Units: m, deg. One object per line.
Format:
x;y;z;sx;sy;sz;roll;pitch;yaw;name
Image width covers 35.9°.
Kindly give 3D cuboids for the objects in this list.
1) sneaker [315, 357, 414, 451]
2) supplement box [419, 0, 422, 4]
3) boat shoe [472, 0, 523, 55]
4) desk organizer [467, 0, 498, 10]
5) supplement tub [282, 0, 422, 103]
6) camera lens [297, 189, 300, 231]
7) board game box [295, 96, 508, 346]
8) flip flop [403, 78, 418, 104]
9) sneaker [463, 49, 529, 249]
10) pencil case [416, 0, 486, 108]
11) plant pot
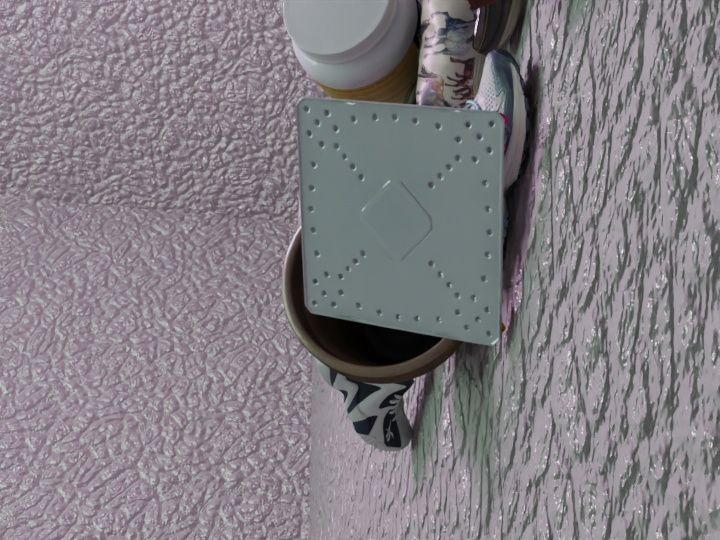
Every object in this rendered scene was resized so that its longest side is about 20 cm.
0.045;0.143;1.362;0.201;0.128;0.080;60;-146;-25;sneaker
0.022;-0.395;1.386;0.201;0.196;0.136;104;168;-50;supplement box
0.115;-0.300;1.011;0.075;0.072;0.204;-109;24;-76;boat shoe
0.103;-0.320;0.901;0.072;0.076;0.203;42;-143;-55;desk organizer
0.009;-0.249;1.218;0.200;0.142;0.147;37;-127;-64;supplement tub
-0.017;-0.130;1.743;0.160;0.157;0.204;110;163;-69;camera lens
0.036;-0.047;0.975;0.026;0.197;0.204;-30;-56;-55;board game box
0.070;-0.153;1.154;0.200;0.057;0.082;-41;-62;-49;flip flop
0.095;-0.094;0.976;0.078;0.085;0.203;-100;15;-65;sneaker
0.098;-0.227;1.091;0.089;0.077;0.204;-3;82;62;pencil case
0.033;0.032;1.136;0.175;0.196;0.204;62;-151;-68;plant pot
